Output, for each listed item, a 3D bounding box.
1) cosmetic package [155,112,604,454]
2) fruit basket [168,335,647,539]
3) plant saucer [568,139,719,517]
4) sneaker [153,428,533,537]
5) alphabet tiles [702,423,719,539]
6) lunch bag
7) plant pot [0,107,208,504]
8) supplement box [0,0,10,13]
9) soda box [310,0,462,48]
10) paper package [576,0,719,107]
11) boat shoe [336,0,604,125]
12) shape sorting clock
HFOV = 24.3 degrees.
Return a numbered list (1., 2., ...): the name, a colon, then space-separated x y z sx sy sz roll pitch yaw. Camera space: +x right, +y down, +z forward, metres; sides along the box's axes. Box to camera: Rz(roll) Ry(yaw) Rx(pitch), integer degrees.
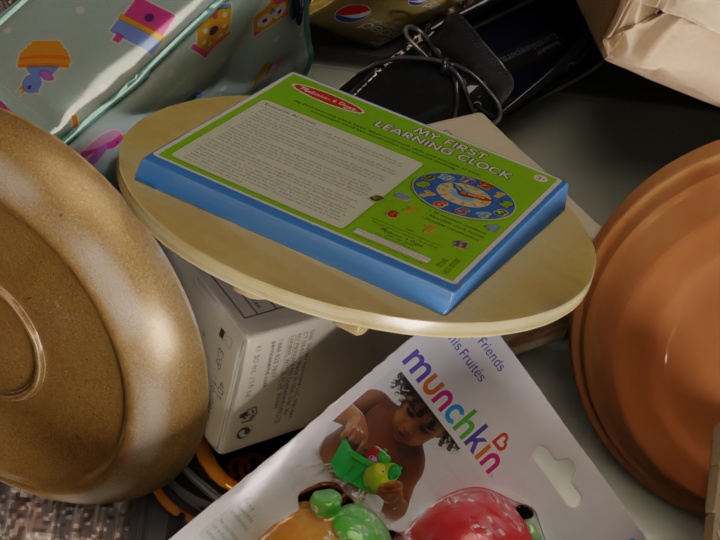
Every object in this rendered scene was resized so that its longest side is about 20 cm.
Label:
1. cosmetic package: 0.000 0.000 0.757 0.199 0.071 0.105 -14 47 -33
2. fruit basket: 0.019 0.140 0.688 0.200 0.094 0.185 -37 115 -1
3. plant saucer: 0.192 0.036 0.748 0.199 0.201 0.037 16 27 2
4. sneaker: -0.001 0.102 0.755 0.199 0.077 0.079 13 64 -1
5. alphabet tiles: 0.179 0.170 0.685 0.006 0.201 0.167 -18 20 22
6. lunch bag: -0.104 -0.081 0.785 0.077 0.161 0.200 41 75 18
7. plant pot: -0.154 0.022 0.711 0.200 0.200 0.027 35 43 10
8. supplement box: -0.234 -0.163 0.849 0.066 0.069 0.200 -30 69 10
9. soda box: -0.004 -0.225 0.886 0.064 0.068 0.201 12 61 -49
10. paper package: 0.197 -0.148 0.799 0.190 0.104 0.200 19 26 -14
11. boat shoe: 0.049 -0.098 0.857 0.200 0.062 0.075 -30 74 -16
12. shape sorting clock: -0.001 -0.025 0.686 0.199 0.039 0.200 10 30 -6
